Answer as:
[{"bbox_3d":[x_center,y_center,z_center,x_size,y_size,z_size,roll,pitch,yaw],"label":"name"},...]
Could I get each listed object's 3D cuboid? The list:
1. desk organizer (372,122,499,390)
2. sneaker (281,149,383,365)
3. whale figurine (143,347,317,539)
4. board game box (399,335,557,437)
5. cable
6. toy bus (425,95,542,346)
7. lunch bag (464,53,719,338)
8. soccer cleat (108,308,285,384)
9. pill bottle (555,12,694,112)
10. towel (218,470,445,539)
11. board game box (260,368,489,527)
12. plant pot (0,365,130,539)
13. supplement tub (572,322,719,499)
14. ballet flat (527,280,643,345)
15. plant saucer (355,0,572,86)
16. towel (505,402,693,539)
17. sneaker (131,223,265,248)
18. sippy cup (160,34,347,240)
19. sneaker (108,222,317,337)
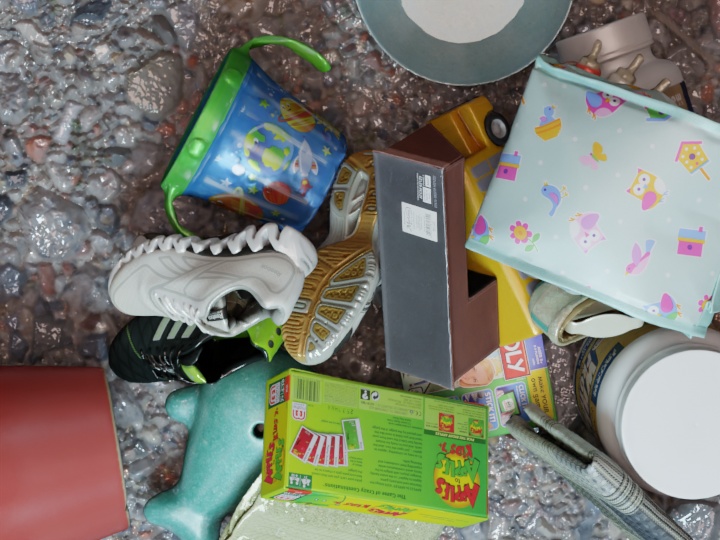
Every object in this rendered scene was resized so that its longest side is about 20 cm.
[{"bbox_3d":[0.066,-0.013,1.451,0.071,0.077,0.202,16,123,35],"label":"desk organizer"},{"bbox_3d":[0.000,0.000,1.496,0.075,0.088,0.201,12,67,29],"label":"sneaker"},{"bbox_3d":[-0.109,0.162,1.543,0.159,0.104,0.201,39,92,-5],"label":"whale figurine"},{"bbox_3d":[0.094,0.052,1.577,0.133,0.029,0.202,-12,95,0],"label":"board game box"},{"bbox_3d":[0.169,-0.096,1.448,0.097,0.050,0.201,31,90,14],"label":"cable"},{"bbox_3d":[0.113,-0.043,1.506,0.078,0.065,0.201,-31,97,-40],"label":"toy bus"},{"bbox_3d":[0.207,-0.057,1.367,0.198,0.122,0.172,22,97,15],"label":"lunch bag"},{"bbox_3d":[-0.148,0.067,1.513,0.199,0.081,0.068,-18,122,31],"label":"soccer cleat"},{"bbox_3d":[0.240,-0.116,1.525,0.110,0.111,0.202,-19,95,0],"label":"pill bottle"},{"bbox_3d":[-0.028,0.238,1.538,0.199,0.037,0.149,20,110,-30],"label":"towel"},{"bbox_3d":[0.015,0.153,1.489,0.198,0.048,0.103,12,69,-27],"label":"board game box"},{"bbox_3d":[-0.295,0.167,1.506,0.175,0.200,0.203,-10,95,-10],"label":"plant pot"},{"bbox_3d":[0.265,0.110,1.498,0.143,0.200,0.146,0,97,-2],"label":"supplement tub"},{"bbox_3d":[0.238,0.024,1.459,0.198,0.063,0.068,-15,128,-10],"label":"ballet flat"},{"bbox_3d":[0.091,-0.265,1.546,0.199,0.039,0.203,0,96,-1],"label":"plant saucer"},{"bbox_3d":[0.224,0.195,1.497,0.192,0.200,0.035,41,85,-17],"label":"towel"},{"bbox_3d":[-0.104,-0.005,1.559,0.198,0.077,0.083,18,63,4],"label":"sneaker"},{"bbox_3d":[-0.086,-0.102,1.511,0.129,0.140,0.179,27,116,-10],"label":"sippy cup"},{"bbox_3d":[-0.132,0.016,1.457,0.198,0.075,0.082,-9,52,30],"label":"sneaker"}]
